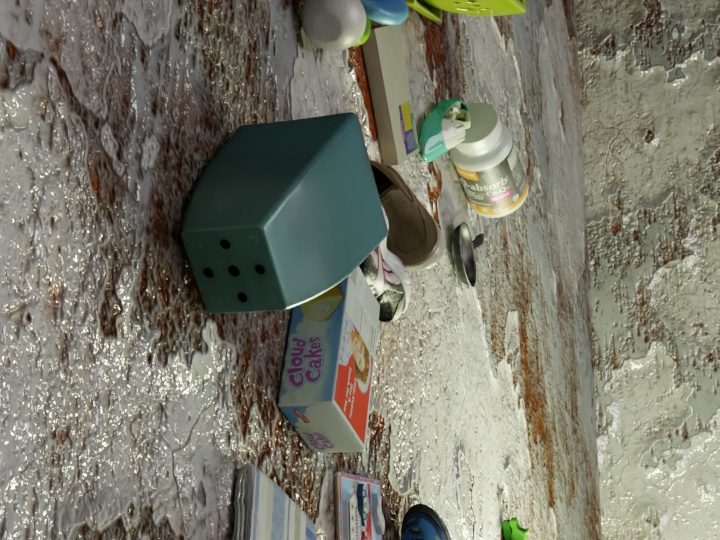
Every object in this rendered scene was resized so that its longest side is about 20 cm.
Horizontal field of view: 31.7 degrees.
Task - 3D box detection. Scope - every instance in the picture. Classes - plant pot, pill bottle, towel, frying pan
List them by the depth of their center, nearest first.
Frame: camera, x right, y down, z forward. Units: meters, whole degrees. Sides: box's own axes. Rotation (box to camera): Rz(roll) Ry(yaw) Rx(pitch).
[{"bbox_3d":[-0.084,-0.045,1.250,0.200,0.141,0.142,-55,135,-53],"label":"plant pot"},{"bbox_3d":[-0.086,0.296,1.290,0.200,0.024,0.148,58,29,-56],"label":"towel"},{"bbox_3d":[0.157,-0.513,2.058,0.200,0.181,0.200,-5,87,-71],"label":"plant pot"},{"bbox_3d":[0.185,-0.049,2.217,0.190,0.031,0.115,-77,154,-53],"label":"frying pan"},{"bbox_3d":[0.223,-0.196,2.252,0.200,0.116,0.117,61,29,-48],"label":"pill bottle"}]

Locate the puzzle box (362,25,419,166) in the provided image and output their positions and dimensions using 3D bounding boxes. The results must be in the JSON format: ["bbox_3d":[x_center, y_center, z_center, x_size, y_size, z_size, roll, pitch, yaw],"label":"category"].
[{"bbox_3d":[0.045,-0.262,1.879,0.133,0.025,0.201,-40,122,-69],"label":"puzzle box"}]

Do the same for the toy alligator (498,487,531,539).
[{"bbox_3d":[0.289,0.493,2.299,0.059,0.054,0.201,-5,88,-72],"label":"toy alligator"}]

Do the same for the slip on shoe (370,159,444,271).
[{"bbox_3d":[0.047,-0.078,1.673,0.061,0.076,0.200,41,18,-43],"label":"slip on shoe"}]

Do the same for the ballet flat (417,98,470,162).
[{"bbox_3d":[0.144,-0.239,2.098,0.200,0.070,0.068,-62,142,-59],"label":"ballet flat"}]

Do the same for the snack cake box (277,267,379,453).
[{"bbox_3d":[-0.032,0.094,1.454,0.115,0.067,0.201,63,27,-50],"label":"snack cake box"}]

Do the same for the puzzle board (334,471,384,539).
[{"bbox_3d":[0.004,0.353,1.550,0.151,0.017,0.201,34,51,-67],"label":"puzzle board"}]

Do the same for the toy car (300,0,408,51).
[{"bbox_3d":[-0.002,-0.381,1.581,0.175,0.149,0.201,-67,146,-57],"label":"toy car"}]

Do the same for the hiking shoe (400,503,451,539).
[{"bbox_3d":[0.082,0.410,1.674,0.087,0.074,0.201,29,57,-69],"label":"hiking shoe"}]

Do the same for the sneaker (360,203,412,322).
[{"bbox_3d":[0.000,0.000,1.606,0.086,0.080,0.200,-56,139,-33],"label":"sneaker"}]
